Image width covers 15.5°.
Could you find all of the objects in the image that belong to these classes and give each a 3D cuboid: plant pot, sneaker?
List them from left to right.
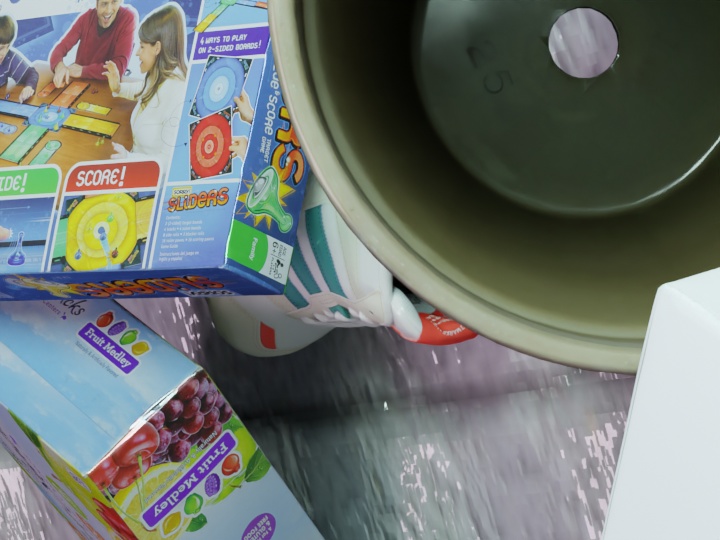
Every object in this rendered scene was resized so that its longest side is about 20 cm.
[{"bbox_3d":[0.001,0.000,0.995,0.200,0.070,0.094,-51,55,49],"label":"sneaker"},{"bbox_3d":[0.073,-0.073,0.747,0.174,0.199,0.201,-171,65,-88],"label":"plant pot"}]

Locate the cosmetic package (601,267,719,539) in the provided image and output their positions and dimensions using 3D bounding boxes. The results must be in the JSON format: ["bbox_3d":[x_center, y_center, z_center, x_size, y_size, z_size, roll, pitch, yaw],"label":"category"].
[{"bbox_3d":[0.194,0.076,0.616,0.199,0.199,0.123,40,135,40],"label":"cosmetic package"}]

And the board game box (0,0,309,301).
[{"bbox_3d":[-0.100,-0.058,0.992,0.199,0.034,0.136,-1,72,41],"label":"board game box"}]

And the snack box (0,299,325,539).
[{"bbox_3d":[-0.092,0.081,1.093,0.168,0.068,0.200,35,163,42],"label":"snack box"}]
